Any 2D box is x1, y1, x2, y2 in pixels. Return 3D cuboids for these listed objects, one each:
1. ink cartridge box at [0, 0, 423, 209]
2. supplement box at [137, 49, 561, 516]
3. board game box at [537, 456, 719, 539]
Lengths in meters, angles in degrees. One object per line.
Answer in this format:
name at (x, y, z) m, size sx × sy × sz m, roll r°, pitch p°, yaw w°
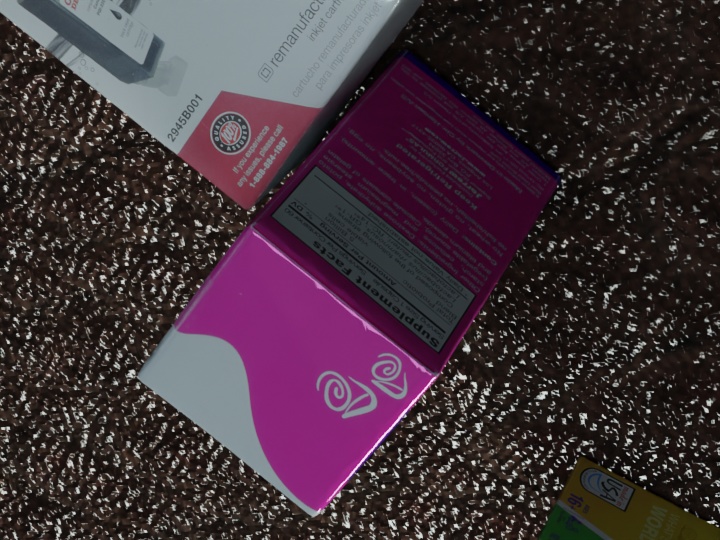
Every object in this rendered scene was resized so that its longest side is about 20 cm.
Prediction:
ink cartridge box at (-0.079, -0.150, 0.985) m, size 0.200 × 0.085 × 0.146 m, roll 40°, pitch 124°, yaw 2°
supplement box at (0.000, 0.000, 0.957) m, size 0.103 × 0.200 × 0.101 m, roll 39°, pitch 124°, yaw 0°
board game box at (0.166, 0.185, 1.012) m, size 0.199 × 0.153 × 0.040 m, roll 27°, pitch 123°, yaw 7°
